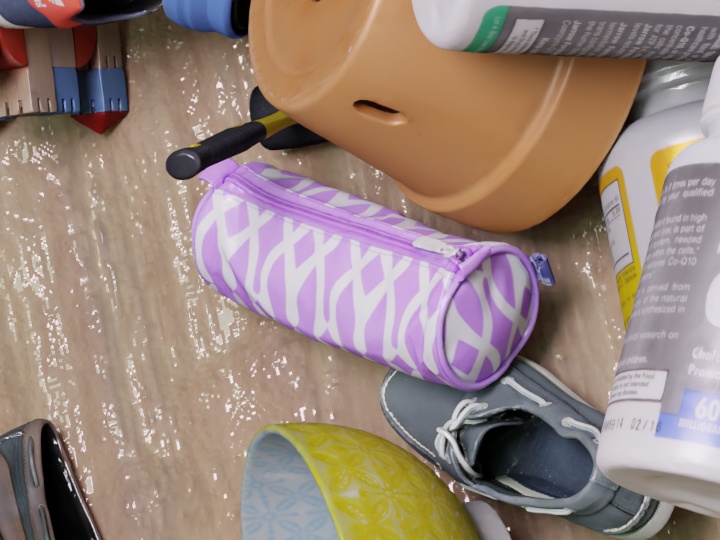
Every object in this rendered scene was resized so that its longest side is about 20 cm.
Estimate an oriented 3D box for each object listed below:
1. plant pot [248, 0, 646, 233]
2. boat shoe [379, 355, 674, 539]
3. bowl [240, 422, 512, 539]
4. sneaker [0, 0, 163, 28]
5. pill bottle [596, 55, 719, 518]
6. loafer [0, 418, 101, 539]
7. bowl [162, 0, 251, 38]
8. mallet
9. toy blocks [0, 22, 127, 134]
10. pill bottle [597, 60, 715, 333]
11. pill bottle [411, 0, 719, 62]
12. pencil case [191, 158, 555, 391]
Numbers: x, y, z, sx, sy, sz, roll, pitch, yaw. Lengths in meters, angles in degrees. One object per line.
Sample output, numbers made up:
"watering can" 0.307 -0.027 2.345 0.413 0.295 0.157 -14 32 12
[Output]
"plant pot" 0.035 -0.130 1.306 0.200 0.140 0.200 -32 52 52
"boat shoe" 0.073 0.082 1.322 0.200 0.062 0.073 24 94 45
"bowl" 0.021 0.167 1.313 0.108 0.200 0.200 -11 72 -18
"sneaker" -0.116 -0.174 1.409 0.084 0.200 0.075 7 117 38
"pill bottle" 0.183 0.008 1.157 0.114 0.114 0.200 9 77 27
"loafer" -0.160 0.170 1.439 0.063 0.072 0.200 -39 65 9
"bowl" -0.041 -0.216 1.378 0.039 0.201 0.201 27 94 7
"mallet" -0.062 -0.072 1.365 0.066 0.200 0.041 -10 99 30
"toy blocks" -0.197 -0.143 1.451 0.100 0.200 0.137 -5 91 27
"pill bottle" 0.180 -0.018 1.279 0.113 0.113 0.200 -16 75 23
"pill bottle" 0.130 -0.153 1.186 0.200 0.113 0.113 2 80 -14
"pencil case" 0.000 0.000 1.360 0.200 0.086 0.084 17 59 39
